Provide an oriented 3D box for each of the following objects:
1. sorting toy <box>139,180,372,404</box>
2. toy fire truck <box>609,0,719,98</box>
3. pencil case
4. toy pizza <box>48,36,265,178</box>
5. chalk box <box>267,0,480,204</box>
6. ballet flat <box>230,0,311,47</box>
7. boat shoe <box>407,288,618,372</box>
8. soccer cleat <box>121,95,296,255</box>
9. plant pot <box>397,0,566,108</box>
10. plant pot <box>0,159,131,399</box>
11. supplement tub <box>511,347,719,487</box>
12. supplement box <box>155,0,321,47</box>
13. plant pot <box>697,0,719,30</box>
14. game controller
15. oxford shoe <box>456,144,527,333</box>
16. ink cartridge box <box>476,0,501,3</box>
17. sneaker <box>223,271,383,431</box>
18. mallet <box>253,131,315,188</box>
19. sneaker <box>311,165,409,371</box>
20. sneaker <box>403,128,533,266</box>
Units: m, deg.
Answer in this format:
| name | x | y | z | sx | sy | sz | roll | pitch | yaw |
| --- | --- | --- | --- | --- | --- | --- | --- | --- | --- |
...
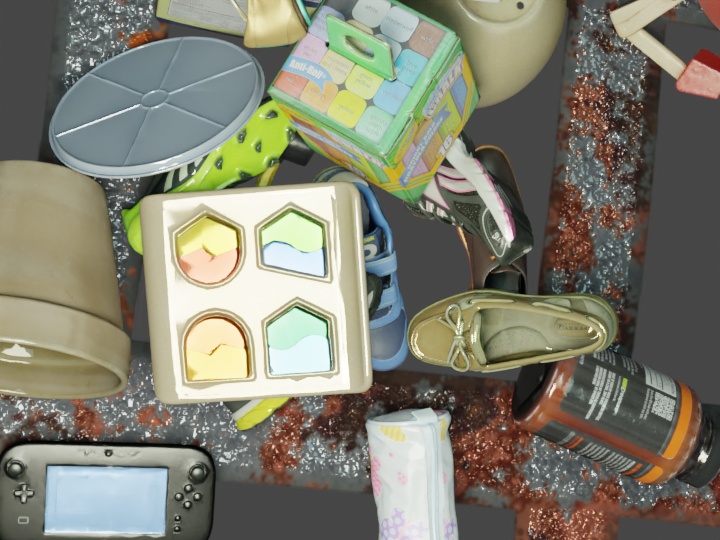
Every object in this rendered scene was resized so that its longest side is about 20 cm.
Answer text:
| name | x | y | z | sx | sy | sz | roll | pitch | yaw |
| --- | --- | --- | --- | --- | --- | --- | --- | --- | --- |
| sorting toy | -0.093 | 0.021 | 1.198 | 0.199 | 0.036 | 0.186 | -4 | 94 | 7 |
| toy fire truck | 0.291 | -0.270 | 1.354 | 0.199 | 0.049 | 0.142 | 28 | 122 | 14 |
| pencil case | 0.053 | 0.229 | 1.296 | 0.083 | 0.091 | 0.201 | -5 | 89 | -10 |
| toy pizza | -0.180 | -0.141 | 1.230 | 0.199 | 0.200 | 0.032 | -25 | 133 | -10 |
| chalk box | 0.012 | -0.158 | 1.181 | 0.124 | 0.200 | 0.124 | 31 | 86 | 17 |
| ballet flat | -0.098 | -0.272 | 1.088 | 0.063 | 0.069 | 0.201 | -19 | 91 | 4 |
| boat shoe | 0.132 | 0.057 | 1.257 | 0.200 | 0.063 | 0.074 | -1 | 99 | 22 |
| soccer cleat | -0.141 | -0.096 | 1.261 | 0.200 | 0.081 | 0.068 | -43 | 135 | 1 |
| plant pot | 0.111 | -0.260 | 1.295 | 0.199 | 0.134 | 0.202 | 0 | 90 | -11 |
| plant pot | -0.292 | 0.005 | 1.198 | 0.199 | 0.200 | 0.175 | 7 | 72 | -10 |
| supplement tub | 0.253 | 0.140 | 1.327 | 0.199 | 0.107 | 0.107 | 25 | 84 | -9 |
| supplement box | -0.099 | -0.324 | 1.222 | 0.133 | 0.200 | 0.201 | 9 | 87 | -11 |
| plant pot | 0.443 | -0.326 | 1.337 | 0.199 | 0.177 | 0.202 | 0 | 88 | -10 |
| game controller | -0.234 | 0.209 | 1.266 | 0.199 | 0.042 | 0.105 | 3 | 88 | -10 |
| oxford shoe | 0.136 | -0.023 | 1.325 | 0.071 | 0.073 | 0.201 | -6 | 90 | -11 |
| ink cartridge box | 0.059 | -0.335 | 1.131 | 0.144 | 0.201 | 0.084 | 9 | 42 | 10 |
| sneaker | -0.065 | 0.062 | 1.260 | 0.200 | 0.074 | 0.085 | -43 | 89 | 16 |
| mallet | -0.094 | -0.053 | 1.303 | 0.066 | 0.041 | 0.201 | 16 | 90 | -7 |
| sneaker | 0.000 | 0.000 | 1.295 | 0.074 | 0.082 | 0.201 | -18 | 95 | -12 |
| sneaker | 0.086 | -0.071 | 1.288 | 0.086 | 0.200 | 0.080 | -40 | 141 | 12 |
